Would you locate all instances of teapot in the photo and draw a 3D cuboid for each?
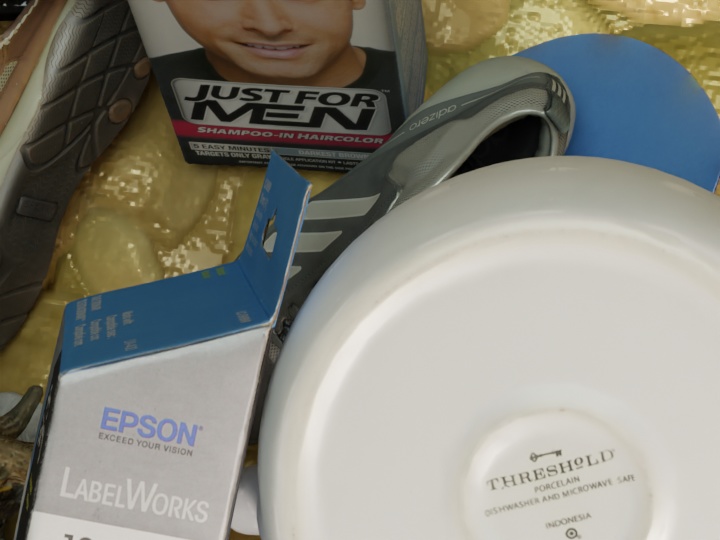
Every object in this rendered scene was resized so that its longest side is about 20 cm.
[{"bbox_3d":[0.069,0.050,0.653,0.199,0.146,0.199,26,104,4],"label":"teapot"}]

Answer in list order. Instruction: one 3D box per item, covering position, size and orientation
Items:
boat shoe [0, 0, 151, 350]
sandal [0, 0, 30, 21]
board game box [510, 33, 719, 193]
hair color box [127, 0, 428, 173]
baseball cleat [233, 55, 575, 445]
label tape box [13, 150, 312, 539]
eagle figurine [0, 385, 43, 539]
[{"bbox_3d":[-0.145,-0.061,0.841,0.071,0.076,0.201,28,89,21],"label":"boat shoe"},{"bbox_3d":[-0.173,-0.134,0.888,0.198,0.043,0.077,7,86,-1],"label":"sandal"},{"bbox_3d":[0.073,0.009,0.796,0.157,0.039,0.202,10,77,50],"label":"board game box"},{"bbox_3d":[-0.031,-0.108,0.774,0.098,0.200,0.061,4,65,8],"label":"hair color box"},{"bbox_3d":[0.000,0.000,0.774,0.070,0.107,0.200,39,107,-9],"label":"baseball cleat"},{"bbox_3d":[-0.072,0.058,0.661,0.063,0.144,0.202,12,95,-8],"label":"label tape box"},{"bbox_3d":[-0.174,0.146,0.795,0.152,0.150,0.202,34,119,51],"label":"eagle figurine"}]
